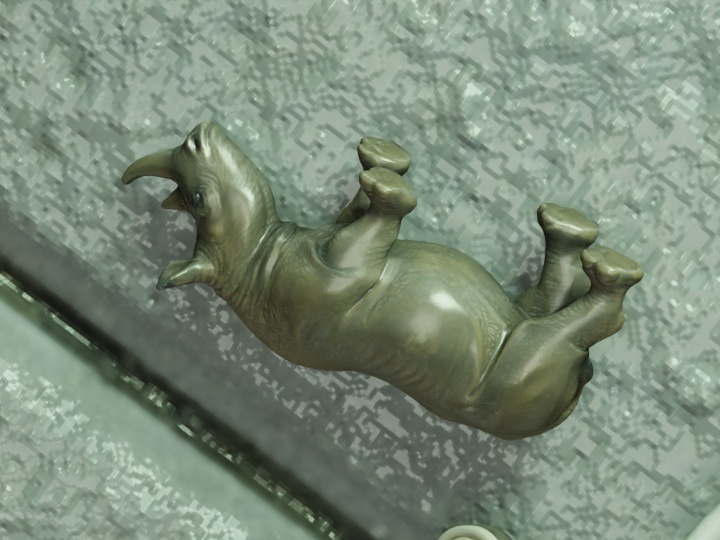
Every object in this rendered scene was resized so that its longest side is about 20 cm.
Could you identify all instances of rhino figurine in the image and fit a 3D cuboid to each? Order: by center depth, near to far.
[{"bbox_3d":[0.000,0.000,0.808,0.199,0.060,0.088,21,110,9],"label":"rhino figurine"}]

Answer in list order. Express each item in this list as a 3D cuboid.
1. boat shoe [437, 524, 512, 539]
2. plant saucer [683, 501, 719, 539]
[{"bbox_3d":[0.063,0.193,0.831,0.067,0.057,0.201,-4,93,46],"label":"boat shoe"},{"bbox_3d":[0.200,0.156,0.800,0.199,0.050,0.201,1,96,9],"label":"plant saucer"}]
